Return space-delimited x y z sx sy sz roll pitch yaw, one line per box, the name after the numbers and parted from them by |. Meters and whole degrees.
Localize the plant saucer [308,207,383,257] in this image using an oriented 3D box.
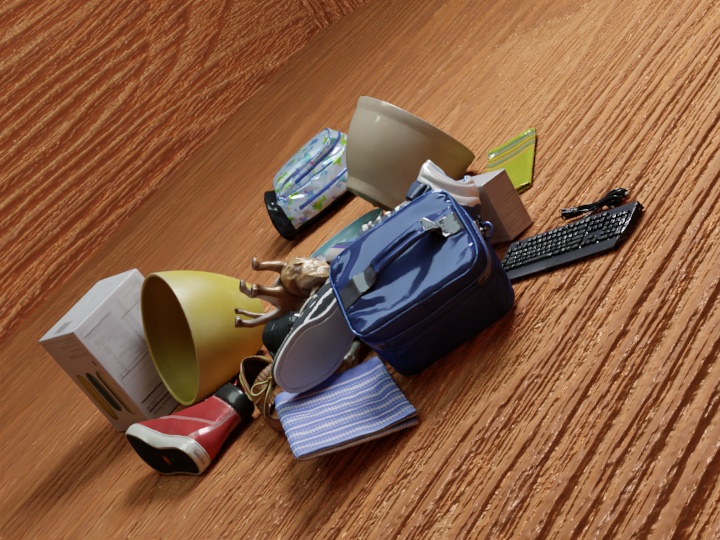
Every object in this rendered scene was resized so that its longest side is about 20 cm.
-0.037 -0.021 1.938 0.200 0.027 0.200 -39 10 8 | plant saucer

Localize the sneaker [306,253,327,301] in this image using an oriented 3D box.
0.000 0.000 1.785 0.199 0.070 0.109 -38 37 13 | sneaker

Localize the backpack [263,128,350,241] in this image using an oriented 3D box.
-0.082 -0.164 2.358 0.198 0.155 0.163 -24 11 3 | backpack

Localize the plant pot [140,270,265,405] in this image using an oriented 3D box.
-0.224 0.085 1.933 0.141 0.202 0.199 -16 5 -29 | plant pot

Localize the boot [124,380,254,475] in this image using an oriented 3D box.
-0.231 0.208 1.782 0.199 0.073 0.144 -3 38 51 | boot

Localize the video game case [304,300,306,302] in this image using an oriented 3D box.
-0.011 0.007 1.922 0.200 0.024 0.182 -40 17 -5 | video game case

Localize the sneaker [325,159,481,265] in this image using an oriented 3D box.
0.059 -0.066 1.638 0.198 0.081 0.148 1 72 25 | sneaker

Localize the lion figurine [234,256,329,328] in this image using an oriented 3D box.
-0.097 0.032 1.743 0.200 0.121 0.073 138 133 -66 | lion figurine

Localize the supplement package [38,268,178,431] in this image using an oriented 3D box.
-0.371 0.130 2.048 0.151 0.201 0.151 -48 19 -30 | supplement package

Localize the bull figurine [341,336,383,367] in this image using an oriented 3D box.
0.013 0.063 1.652 0.199 0.065 0.122 -24 25 45 | bull figurine

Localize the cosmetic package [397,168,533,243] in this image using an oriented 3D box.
0.136 -0.075 1.715 0.050 0.083 0.199 -35 13 -30 | cosmetic package

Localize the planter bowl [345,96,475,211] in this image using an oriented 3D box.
0.058 -0.157 1.960 0.136 0.199 0.200 -63 19 -2 | planter bowl

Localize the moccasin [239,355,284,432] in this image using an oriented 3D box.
-0.108 0.149 1.645 0.073 0.078 0.201 -40 21 -5 | moccasin

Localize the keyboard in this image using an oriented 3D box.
0.249 -0.047 1.519 0.199 0.021 0.127 -19 26 47 | keyboard

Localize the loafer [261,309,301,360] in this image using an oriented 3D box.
-0.094 0.091 1.685 0.201 0.070 0.069 112 167 -77 | loafer

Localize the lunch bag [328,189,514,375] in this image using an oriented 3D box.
0.072 0.008 1.470 0.199 0.132 0.137 -36 52 11 | lunch bag

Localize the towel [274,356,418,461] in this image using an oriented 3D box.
-0.021 0.154 1.468 0.143 0.024 0.200 -18 15 -7 | towel

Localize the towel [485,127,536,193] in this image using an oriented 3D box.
0.213 -0.148 1.863 0.086 0.018 0.200 -32 18 23 | towel

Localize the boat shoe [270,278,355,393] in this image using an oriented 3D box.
-0.046 0.072 1.569 0.200 0.076 0.060 -44 24 -30 | boat shoe
